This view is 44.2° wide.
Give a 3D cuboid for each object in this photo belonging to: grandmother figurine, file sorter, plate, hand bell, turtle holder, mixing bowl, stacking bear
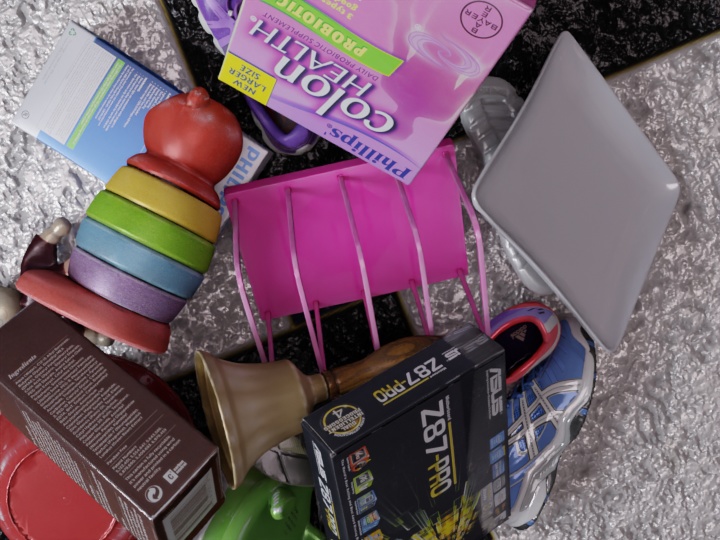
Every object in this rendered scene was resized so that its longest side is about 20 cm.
[{"bbox_3d":[-0.258,0.014,0.794,0.198,0.061,0.123,-18,88,-3],"label":"grandmother figurine"},{"bbox_3d":[0.000,0.000,0.742,0.198,0.126,0.140,-12,127,-1],"label":"file sorter"},{"bbox_3d":[0.185,-0.065,0.756,0.200,0.032,0.200,44,60,-23],"label":"plate"},{"bbox_3d":[-0.018,0.085,0.682,0.198,0.104,0.105,-15,97,-19],"label":"hand bell"},{"bbox_3d":[-0.110,0.217,0.757,0.130,0.141,0.188,11,82,25],"label":"turtle holder"},{"bbox_3d":[-0.247,0.183,0.787,0.198,0.108,0.203,0,96,-3],"label":"mixing bowl"},{"bbox_3d":[-0.162,-0.047,0.708,0.113,0.121,0.202,23,86,27],"label":"stacking bear"}]

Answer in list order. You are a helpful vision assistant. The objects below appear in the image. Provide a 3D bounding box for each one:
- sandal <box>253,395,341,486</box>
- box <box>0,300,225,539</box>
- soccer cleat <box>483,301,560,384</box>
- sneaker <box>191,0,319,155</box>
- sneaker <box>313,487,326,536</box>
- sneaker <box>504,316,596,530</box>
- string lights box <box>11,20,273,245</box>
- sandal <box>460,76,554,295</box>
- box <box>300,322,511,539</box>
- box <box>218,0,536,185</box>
[{"bbox_3d":[-0.017,0.141,0.752,0.199,0.057,0.081,12,89,-23],"label":"sandal"},{"bbox_3d":[-0.199,0.122,0.682,0.199,0.101,0.075,34,58,17],"label":"box"},{"bbox_3d":[0.093,0.098,0.792,0.199,0.076,0.067,-38,83,13],"label":"soccer cleat"},{"bbox_3d":[-0.086,-0.197,0.764,0.080,0.083,0.201,-28,95,1],"label":"sneaker"},{"bbox_3d":[-0.007,0.216,0.814,0.077,0.077,0.202,-14,95,1],"label":"sneaker"},{"bbox_3d":[0.155,0.134,0.811,0.076,0.076,0.202,22,90,-3],"label":"sneaker"},{"bbox_3d":[-0.188,-0.116,0.781,0.199,0.059,0.103,33,95,-5],"label":"string lights box"},{"bbox_3d":[0.145,-0.077,0.805,0.082,0.050,0.205,-15,84,-15],"label":"sandal"},{"bbox_3d":[0.043,0.160,0.701,0.160,0.049,0.202,-27,130,-25],"label":"box"},{"bbox_3d":[0.012,-0.189,0.644,0.175,0.200,0.097,28,55,-7],"label":"box"}]
